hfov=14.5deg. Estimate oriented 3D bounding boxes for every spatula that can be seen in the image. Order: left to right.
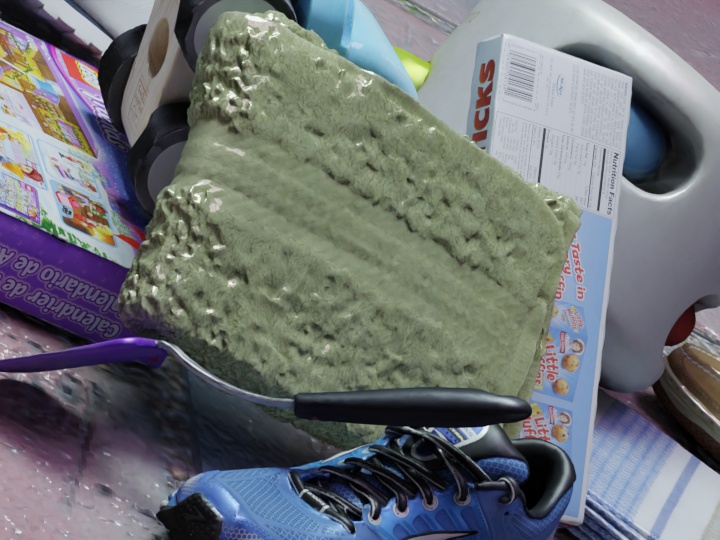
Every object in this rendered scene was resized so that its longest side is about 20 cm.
[{"bbox_3d":[-0.037,0.041,1.020,0.199,0.021,0.057,8,-4,9],"label":"spatula"}]

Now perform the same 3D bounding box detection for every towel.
[{"bbox_3d":[0.000,0.000,1.116,0.200,0.149,0.036,30,-21,-33],"label":"towel"},{"bbox_3d":[0.132,0.108,1.278,0.200,0.024,0.147,36,19,4],"label":"towel"}]

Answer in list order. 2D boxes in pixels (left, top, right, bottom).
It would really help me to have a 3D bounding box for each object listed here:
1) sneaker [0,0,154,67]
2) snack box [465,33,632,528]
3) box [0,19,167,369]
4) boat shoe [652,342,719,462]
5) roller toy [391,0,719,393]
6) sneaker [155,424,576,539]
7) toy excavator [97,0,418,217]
[{"bbox_3d":[-0.126,-0.141,1.292,0.076,0.081,0.200,16,-21,42],"label":"sneaker"},{"bbox_3d":[0.072,0.005,1.204,0.072,0.201,0.024,16,-16,-31],"label":"snack box"},{"bbox_3d":[-0.149,-0.049,1.170,0.137,0.039,0.200,25,21,-27],"label":"box"},{"bbox_3d":[0.243,0.088,1.422,0.200,0.076,0.072,35,19,2],"label":"boat shoe"},{"bbox_3d":[0.106,-0.044,1.342,0.182,0.140,0.200,34,-9,49],"label":"roller toy"},{"bbox_3d":[0.007,0.082,1.036,0.200,0.089,0.079,3,35,-52],"label":"sneaker"},{"bbox_3d":[-0.010,-0.046,1.201,0.200,0.195,0.100,11,26,-21],"label":"toy excavator"}]
